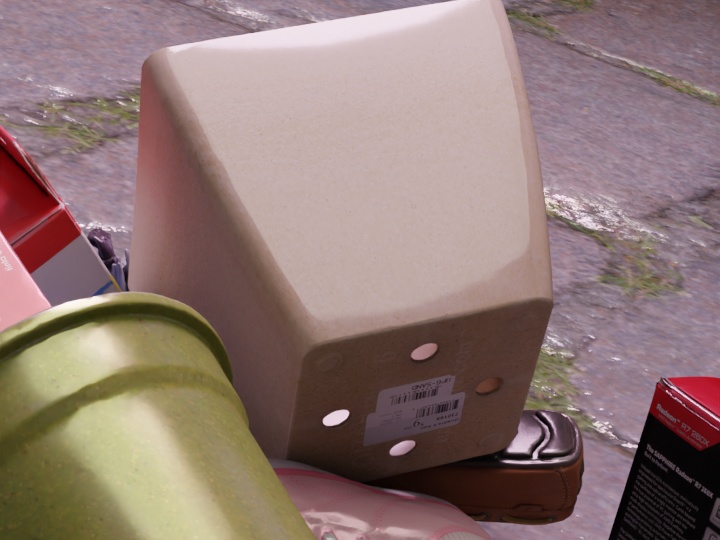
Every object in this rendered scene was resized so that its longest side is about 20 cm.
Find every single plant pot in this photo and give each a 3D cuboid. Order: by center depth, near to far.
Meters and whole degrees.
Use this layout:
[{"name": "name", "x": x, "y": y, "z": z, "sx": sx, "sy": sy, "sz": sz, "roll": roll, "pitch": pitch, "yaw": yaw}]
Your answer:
[{"name": "plant pot", "x": -0.088, "y": 0.144, "z": 0.967, "sx": 0.200, "sy": 0.201, "sz": 0.184, "roll": -5, "pitch": 40, "yaw": -45}, {"name": "plant pot", "x": 0.000, "y": 0.000, "z": 1.214, "sx": 0.199, "sy": 0.201, "sz": 0.178, "roll": -11, "pitch": 53, "yaw": -17}]

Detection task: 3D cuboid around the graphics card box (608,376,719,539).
[{"name": "graphics card box", "x": 0.163, "y": 0.164, "z": 1.055, "sx": 0.051, "sy": 0.201, "sz": 0.125, "roll": -1, "pitch": 24, "yaw": -38}]

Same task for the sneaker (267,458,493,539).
[{"name": "sneaker", "x": -0.004, "y": 0.149, "z": 1.147, "sx": 0.199, "sy": 0.076, "sz": 0.105, "roll": 8, "pitch": 15, "yaw": -33}]

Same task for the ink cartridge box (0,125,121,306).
[{"name": "ink cartridge box", "x": -0.180, "y": 0.001, "z": 1.243, "sx": 0.067, "sy": 0.200, "sz": 0.116, "roll": -38, "pitch": 39, "yaw": -10}]

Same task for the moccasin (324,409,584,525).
[{"name": "moccasin", "x": 0.023, "y": 0.110, "z": 1.285, "sx": 0.200, "sy": 0.078, "sz": 0.074, "roll": 1, "pitch": 37, "yaw": -6}]

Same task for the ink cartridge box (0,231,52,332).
[{"name": "ink cartridge box", "x": -0.226, "y": 0.076, "z": 0.991, "sx": 0.199, "sy": 0.117, "sz": 0.068, "roll": -27, "pitch": 63, "yaw": -24}]

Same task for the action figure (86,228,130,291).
[{"name": "action figure", "x": -0.190, "y": 0.002, "z": 1.387, "sx": 0.199, "sy": 0.070, "sz": 0.130, "roll": 6, "pitch": -8, "yaw": -33}]
